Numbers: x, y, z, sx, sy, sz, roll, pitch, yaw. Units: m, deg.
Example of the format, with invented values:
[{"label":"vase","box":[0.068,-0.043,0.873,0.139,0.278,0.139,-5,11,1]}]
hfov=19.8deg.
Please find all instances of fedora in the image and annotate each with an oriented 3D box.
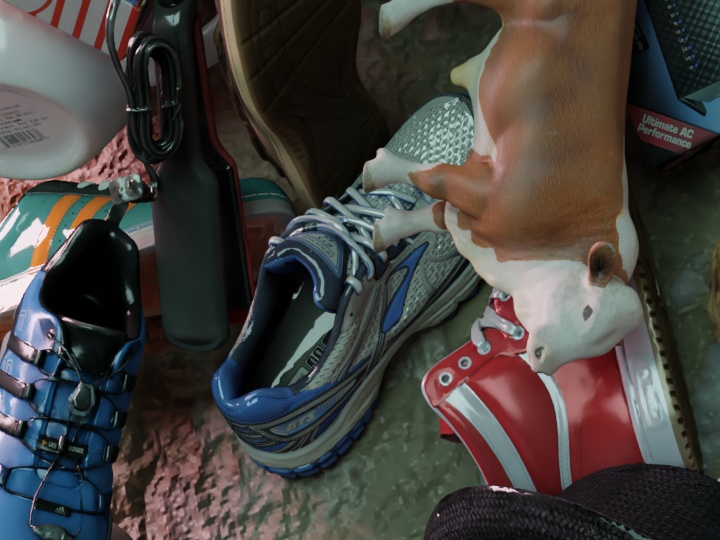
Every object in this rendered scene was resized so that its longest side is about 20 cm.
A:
[{"label":"fedora","box":[0.122,0.138,0.817,0.199,0.202,0.092,22,49,31]}]

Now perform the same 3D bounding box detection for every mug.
[{"label":"mug","box":[-0.139,-0.144,1.035,0.198,0.148,0.177,-3,59,16]}]

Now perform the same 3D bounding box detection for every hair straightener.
[{"label":"hair straightener","box":[-0.080,-0.055,0.915,0.041,0.077,0.202,7,115,18]}]

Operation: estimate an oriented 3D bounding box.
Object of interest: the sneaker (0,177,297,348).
[{"label":"sneaker","box":[-0.127,-0.018,1.032,0.198,0.071,0.081,-19,59,14]}]

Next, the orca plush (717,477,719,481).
[{"label":"orca plush","box":[0.240,0.066,0.841,0.200,0.071,0.105,-39,13,-1]}]

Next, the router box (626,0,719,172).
[{"label":"router box","box":[0.156,-0.165,0.912,0.149,0.062,0.201,-27,89,13]}]

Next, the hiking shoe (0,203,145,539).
[{"label":"hiking shoe","box":[-0.135,0.062,0.902,0.201,0.074,0.087,-93,21,-44]}]

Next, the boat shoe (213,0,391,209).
[{"label":"boat shoe","box":[-0.041,-0.101,0.948,0.072,0.200,0.072,34,73,29]}]

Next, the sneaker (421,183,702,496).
[{"label":"sneaker","box":[0.075,0.009,0.923,0.112,0.071,0.202,-18,65,15]}]

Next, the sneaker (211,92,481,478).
[{"label":"sneaker","box":[0.000,0.000,0.955,0.077,0.085,0.201,26,82,31]}]

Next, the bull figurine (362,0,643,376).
[{"label":"bull figurine","box":[0.065,-0.055,0.867,0.120,0.065,0.202,5,79,12]}]

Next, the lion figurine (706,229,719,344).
[{"label":"lion figurine","box":[0.192,0.014,0.805,0.072,0.124,0.200,3,24,-12]}]

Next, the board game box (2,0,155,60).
[{"label":"board game box","box":[-0.134,-0.215,0.975,0.151,0.046,0.201,27,58,-3]}]

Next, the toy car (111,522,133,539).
[{"label":"toy car","box":[-0.200,0.189,0.947,0.150,0.174,0.202,-24,54,55]}]
